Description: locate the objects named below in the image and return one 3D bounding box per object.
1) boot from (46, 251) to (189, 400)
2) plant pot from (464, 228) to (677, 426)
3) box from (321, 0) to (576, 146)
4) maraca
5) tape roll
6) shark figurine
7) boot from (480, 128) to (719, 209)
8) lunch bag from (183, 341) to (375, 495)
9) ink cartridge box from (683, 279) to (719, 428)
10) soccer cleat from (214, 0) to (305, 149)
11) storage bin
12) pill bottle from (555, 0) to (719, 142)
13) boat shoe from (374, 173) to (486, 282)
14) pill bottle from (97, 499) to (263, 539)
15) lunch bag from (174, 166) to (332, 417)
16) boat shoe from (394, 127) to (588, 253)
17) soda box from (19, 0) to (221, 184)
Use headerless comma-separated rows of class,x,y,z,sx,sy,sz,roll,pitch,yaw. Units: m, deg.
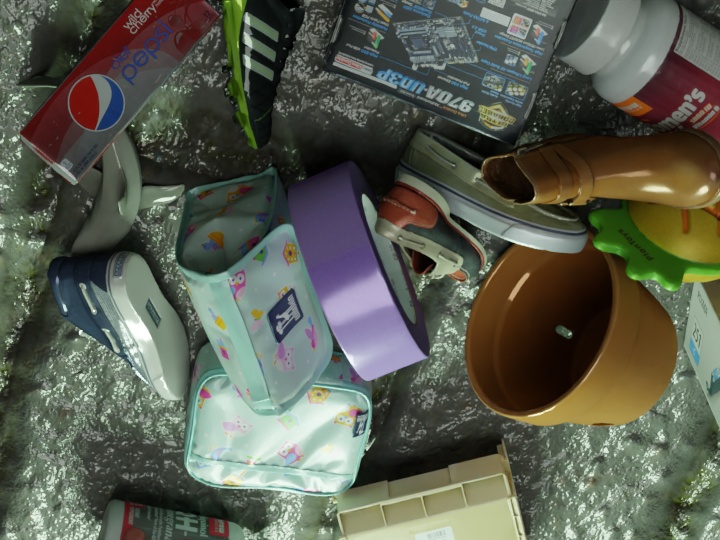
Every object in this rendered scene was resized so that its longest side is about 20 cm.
boot,-0.241,0.055,1.500,0.090,0.073,0.201,1,135,19
plant pot,0.222,0.070,1.484,0.140,0.201,0.200,25,116,-35
box,0.081,-0.224,1.355,0.199,0.046,0.160,21,117,0
maraca,0.306,-0.040,1.428,0.199,0.137,0.107,-22,141,-37
tape roll,0.000,0.000,1.411,0.065,0.201,0.201,-22,119,9
shark figurine,-0.242,-0.098,1.405,0.127,0.090,0.216,-12,121,1
boot,0.218,-0.085,1.338,0.154,0.200,0.074,-9,100,-31
lunch bag,-0.084,0.161,1.566,0.198,0.077,0.161,8,118,-9
ink cartridge box,0.376,0.053,1.470,0.044,0.200,0.177,1,119,-4
soccer cleat,-0.089,-0.207,1.369,0.080,0.068,0.201,-11,120,-13
storage bin,0.084,0.301,1.649,0.199,0.094,0.200,-14,119,4
pill bottle,0.285,-0.188,1.379,0.199,0.110,0.110,28,114,-18
boat shoe,0.066,-0.026,1.432,0.063,0.071,0.200,-61,153,-9
pill bottle,-0.190,0.323,1.630,0.199,0.111,0.111,13,118,-12
lunch bag,-0.102,0.023,1.417,0.121,0.200,0.171,-15,119,4
boat shoe,0.128,-0.076,1.427,0.199,0.072,0.062,22,111,9
soda box,-0.216,-0.173,1.324,0.070,0.063,0.200,41,82,-11
